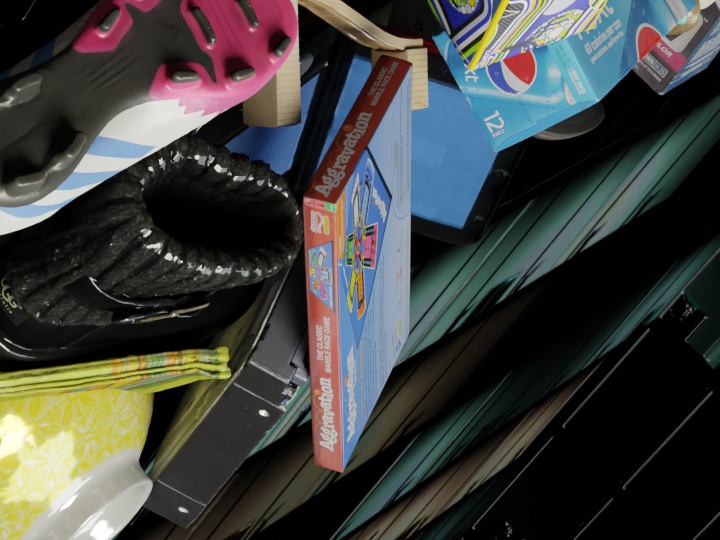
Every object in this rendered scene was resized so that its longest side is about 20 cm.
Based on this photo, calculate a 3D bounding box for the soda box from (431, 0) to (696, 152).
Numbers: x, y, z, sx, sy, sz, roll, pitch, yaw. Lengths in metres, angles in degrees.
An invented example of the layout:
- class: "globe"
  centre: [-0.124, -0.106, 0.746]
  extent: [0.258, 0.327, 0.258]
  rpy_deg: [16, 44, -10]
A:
- class: "soda box"
  centre: [0.108, -0.129, 1.285]
  extent: [0.064, 0.068, 0.200]
  rpy_deg: [-25, -172, 28]

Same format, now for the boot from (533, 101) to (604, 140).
- class: "boot"
  centre: [0.056, -0.085, 1.473]
  extent: [0.174, 0.069, 0.200]
  rpy_deg: [-29, -172, 22]

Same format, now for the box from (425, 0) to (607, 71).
- class: "box"
  centre: [0.084, -0.169, 1.010]
  extent: [0.070, 0.064, 0.200]
  rpy_deg: [-21, 156, -27]

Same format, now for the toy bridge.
- class: "toy bridge"
  centre: [-0.044, -0.102, 1.201]
  extent: [0.200, 0.027, 0.067]
  rpy_deg: [-10, 102, -45]

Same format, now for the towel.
- class: "towel"
  centre: [-0.165, 0.060, 1.225]
  extent: [0.200, 0.018, 0.086]
  rpy_deg: [-6, 172, -41]

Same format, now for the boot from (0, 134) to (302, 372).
- class: "boot"
  centre: [-0.080, -0.015, 1.211]
  extent: [0.158, 0.079, 0.211]
  rpy_deg: [-30, 175, 39]

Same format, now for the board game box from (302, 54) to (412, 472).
- class: "board game box"
  centre: [0.000, 0.000, 1.251]
  extent: [0.200, 0.019, 0.103]
  rpy_deg: [89, 20, -48]

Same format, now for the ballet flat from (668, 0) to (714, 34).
- class: "ballet flat"
  centre: [0.190, -0.194, 1.497]
  extent: [0.200, 0.072, 0.068]
  rpy_deg: [-66, 173, -57]

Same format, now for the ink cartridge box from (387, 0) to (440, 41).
- class: "ink cartridge box"
  centre: [0.098, -0.219, 1.367]
  extent: [0.163, 0.057, 0.200]
  rpy_deg: [-35, 150, -38]

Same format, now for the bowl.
- class: "bowl"
  centre: [-0.177, 0.104, 1.362]
  extent: [0.200, 0.108, 0.200]
  rpy_deg: [-42, 169, -10]

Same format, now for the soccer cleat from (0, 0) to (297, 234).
- class: "soccer cleat"
  centre: [-0.115, -0.074, 1.086]
  extent: [0.200, 0.070, 0.086]
  rpy_deg: [-33, 180, -37]

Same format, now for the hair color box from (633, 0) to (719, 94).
- class: "hair color box"
  centre: [0.221, -0.217, 1.617]
  extent: [0.061, 0.100, 0.200]
  rpy_deg: [-32, 163, -42]

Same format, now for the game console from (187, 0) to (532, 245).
- class: "game console"
  centre: [-0.014, -0.046, 1.369]
  extent: [0.172, 0.119, 0.200]
  rpy_deg: [-39, 167, -24]

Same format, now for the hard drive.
- class: "hard drive"
  centre: [-0.055, 0.043, 1.362]
  extent: [0.200, 0.038, 0.140]
  rpy_deg: [-49, -166, 56]
